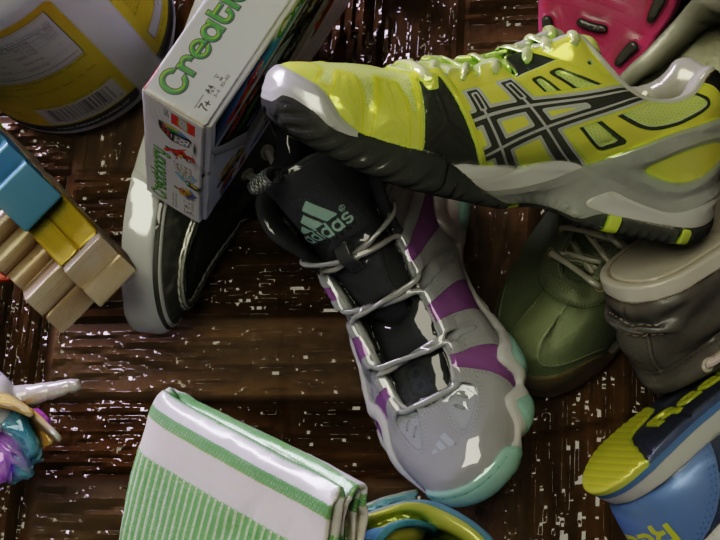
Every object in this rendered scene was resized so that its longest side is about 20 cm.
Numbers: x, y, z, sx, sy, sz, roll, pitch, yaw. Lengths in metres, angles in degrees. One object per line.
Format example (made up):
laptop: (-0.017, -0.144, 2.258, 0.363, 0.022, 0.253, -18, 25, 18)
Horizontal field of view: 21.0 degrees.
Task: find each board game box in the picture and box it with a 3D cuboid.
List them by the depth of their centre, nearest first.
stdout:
board game box: (-0.029, -0.127, 0.861, 0.035, 0.126, 0.200, 31, 73, 4)

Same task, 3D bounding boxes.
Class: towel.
towel: (-0.059, 0.161, 0.801, 0.153, 0.023, 0.200, 20, 106, 49)

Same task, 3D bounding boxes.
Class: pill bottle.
pill bottle: (-0.170, -0.148, 0.923, 0.112, 0.200, 0.112, -4, 73, 14)

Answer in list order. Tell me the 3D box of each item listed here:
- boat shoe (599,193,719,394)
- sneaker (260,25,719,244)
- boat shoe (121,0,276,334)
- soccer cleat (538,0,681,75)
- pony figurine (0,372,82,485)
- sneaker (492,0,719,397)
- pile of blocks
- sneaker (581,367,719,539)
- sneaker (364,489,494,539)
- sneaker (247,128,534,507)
boat shoe: (0.188, -0.012, 0.854, 0.200, 0.057, 0.067, -28, 26, -24)
sneaker: (0.056, -0.065, 0.788, 0.200, 0.075, 0.076, 9, 101, -21)
boat shoe: (-0.063, -0.062, 0.937, 0.064, 0.071, 0.200, 12, 75, 14)
soccer cleat: (0.137, -0.183, 0.941, 0.070, 0.086, 0.200, 14, 97, 16)
pony figurine: (-0.245, 0.056, 0.908, 0.193, 0.167, 0.200, -31, 49, -11)
sneaker: (0.118, -0.042, 0.872, 0.067, 0.090, 0.200, 33, 80, 26)
pile of blocks: (-0.182, -0.038, 0.900, 0.062, 0.082, 0.200, -46, 53, -1)
sneaker: (0.192, 0.064, 0.826, 0.200, 0.074, 0.082, -32, 93, -10)
sneaker: (-0.017, 0.129, 0.821, 0.200, 0.131, 0.080, 0, 70, 15)
sneaker: (0.000, 0.000, 0.841, 0.078, 0.140, 0.200, -32, 50, 18)
